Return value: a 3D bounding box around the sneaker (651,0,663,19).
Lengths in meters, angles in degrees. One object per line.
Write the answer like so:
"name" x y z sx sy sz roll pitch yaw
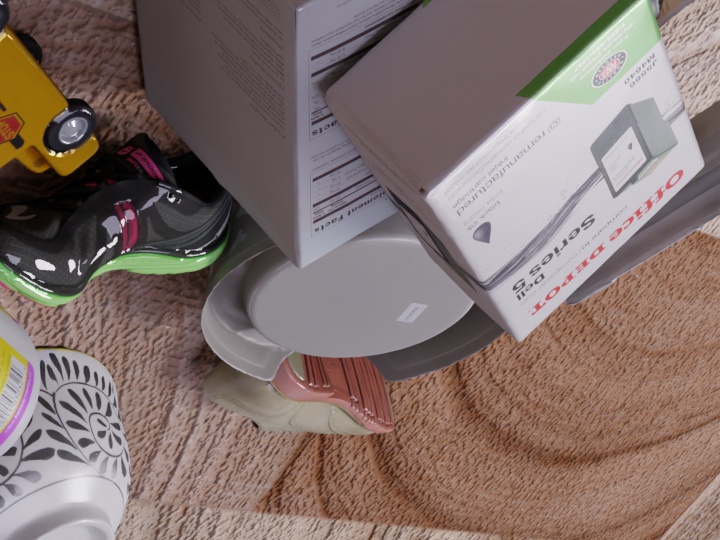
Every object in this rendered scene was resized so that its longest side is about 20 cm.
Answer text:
"sneaker" 0.179 -0.226 1.264 0.073 0.082 0.200 77 24 -75

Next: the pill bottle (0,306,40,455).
"pill bottle" -0.252 0.031 1.180 0.104 0.104 0.200 -40 150 -2

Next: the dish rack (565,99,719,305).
"dish rack" 0.210 -0.069 1.434 0.200 0.044 0.172 -34 -171 42

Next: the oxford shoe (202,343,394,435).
"oxford shoe" -0.039 0.079 1.548 0.074 0.071 0.200 -23 155 19

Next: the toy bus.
"toy bus" -0.201 -0.104 1.101 0.078 0.065 0.200 -39 150 -3

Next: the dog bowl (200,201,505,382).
"dog bowl" 0.000 0.000 1.383 0.200 0.059 0.200 -6 150 -3

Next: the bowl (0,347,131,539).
"bowl" -0.212 0.152 1.396 0.201 0.094 0.201 -29 147 -21

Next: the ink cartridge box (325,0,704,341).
"ink cartridge box" 0.085 -0.070 1.153 0.145 0.084 0.200 -43 152 -3

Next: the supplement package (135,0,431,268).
"supplement package" -0.016 -0.141 1.178 0.151 0.152 0.200 -30 149 -21

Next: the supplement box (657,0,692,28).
"supplement box" 0.150 -0.198 1.376 0.200 0.074 0.126 -39 151 -4

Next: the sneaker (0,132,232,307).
"sneaker" -0.145 -0.036 1.259 0.200 0.077 0.084 -18 138 -52
